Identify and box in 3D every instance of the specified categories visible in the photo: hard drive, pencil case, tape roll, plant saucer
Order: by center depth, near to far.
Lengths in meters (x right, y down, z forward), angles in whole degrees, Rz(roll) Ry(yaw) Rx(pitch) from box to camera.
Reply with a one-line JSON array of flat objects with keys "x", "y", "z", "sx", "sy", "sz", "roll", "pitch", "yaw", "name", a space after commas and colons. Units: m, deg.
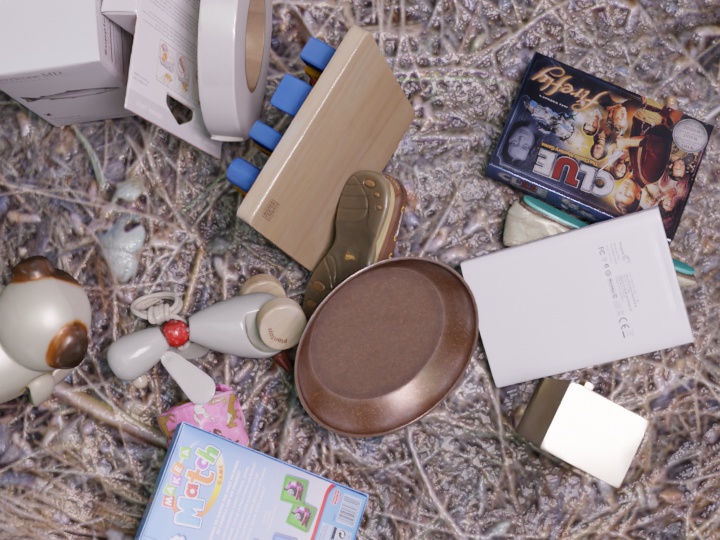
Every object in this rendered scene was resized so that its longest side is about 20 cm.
[{"x": -0.120, "y": -0.230, "z": 0.985, "sx": 0.036, "sy": 0.203, "sz": 0.207, "roll": 5, "pitch": 85, "yaw": 3, "name": "tape roll"}, {"x": 0.022, "y": 0.070, "z": 0.990, "sx": 0.197, "sy": 0.037, "sz": 0.203, "roll": -13, "pitch": 122, "yaw": -21, "name": "plant saucer"}, {"x": 0.211, "y": 0.029, "z": 0.993, "sx": 0.197, "sy": 0.025, "sz": 0.134, "roll": -16, "pitch": 97, "yaw": 19, "name": "hard drive"}, {"x": -0.135, "y": 0.218, "z": 1.006, "sx": 0.082, "sy": 0.086, "sz": 0.203, "roll": -22, "pitch": 85, "yaw": 19, "name": "pencil case"}]

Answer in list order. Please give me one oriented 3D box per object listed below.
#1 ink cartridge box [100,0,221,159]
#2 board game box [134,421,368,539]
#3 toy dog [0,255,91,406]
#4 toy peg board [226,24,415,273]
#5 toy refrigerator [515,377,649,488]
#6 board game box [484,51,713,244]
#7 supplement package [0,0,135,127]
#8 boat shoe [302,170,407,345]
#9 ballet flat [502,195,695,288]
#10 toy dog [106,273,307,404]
[{"x": -0.184, "y": -0.219, "z": 0.986, "sx": 0.044, "sy": 0.200, "sz": 0.179, "roll": 6, "pitch": 84, "yaw": 18, "name": "ink cartridge box"}, {"x": -0.106, "y": 0.250, "z": 0.948, "sx": 0.198, "sy": 0.037, "sz": 0.153, "roll": 25, "pitch": 70, "yaw": -15, "name": "board game box"}, {"x": -0.353, "y": 0.067, "z": 0.981, "sx": 0.198, "sy": 0.194, "sz": 0.141, "roll": -29, "pitch": 72, "yaw": 6, "name": "toy dog"}, {"x": -0.056, "y": -0.125, "z": 0.984, "sx": 0.097, "sy": 0.199, "sz": 0.202, "roll": 30, "pitch": 87, "yaw": 20, "name": "toy peg board"}, {"x": 0.201, "y": 0.143, "z": 0.937, "sx": 0.075, "sy": 0.200, "sz": 0.071, "roll": 27, "pitch": 87, "yaw": 5, "name": "toy refrigerator"}, {"x": 0.243, "y": -0.122, "z": 1.029, "sx": 0.197, "sy": 0.035, "sz": 0.137, "roll": 23, "pitch": 76, "yaw": 5, "name": "board game box"}, {"x": -0.285, "y": -0.226, "z": 0.992, "sx": 0.115, "sy": 0.200, "sz": 0.120, "roll": -6, "pitch": 85, "yaw": 3, "name": "supplement package"}, {"x": 0.000, "y": -0.001, "z": 1.022, "sx": 0.071, "sy": 0.067, "sz": 0.203, "roll": 28, "pitch": 105, "yaw": 32, "name": "boat shoe"}, {"x": 0.238, "y": -0.012, "z": 1.025, "sx": 0.198, "sy": 0.067, "sz": 0.063, "roll": 25, "pitch": 107, "yaw": 11, "name": "ballet flat"}, {"x": -0.142, "y": 0.079, "z": 1.013, "sx": 0.197, "sy": 0.132, "sz": 0.098, "roll": -10, "pitch": 115, "yaw": 9, "name": "toy dog"}]
